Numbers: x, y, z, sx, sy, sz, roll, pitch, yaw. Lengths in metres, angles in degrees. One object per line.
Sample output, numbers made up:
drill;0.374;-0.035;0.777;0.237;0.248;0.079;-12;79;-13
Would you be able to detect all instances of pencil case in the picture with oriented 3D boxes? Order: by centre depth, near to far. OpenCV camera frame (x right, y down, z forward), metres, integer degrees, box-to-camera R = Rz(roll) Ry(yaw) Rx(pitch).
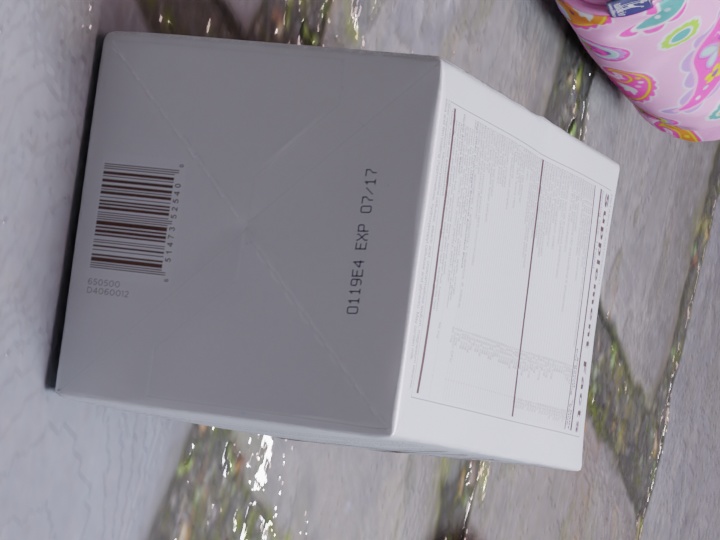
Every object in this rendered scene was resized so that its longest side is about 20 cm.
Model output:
pencil case;0.138;-0.122;1.315;0.200;0.087;0.088;43;56;-67

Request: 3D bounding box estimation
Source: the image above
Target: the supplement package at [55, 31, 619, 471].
supplement package;0.000;0.000;0.935;0.200;0.109;0.114;21;77;-69
